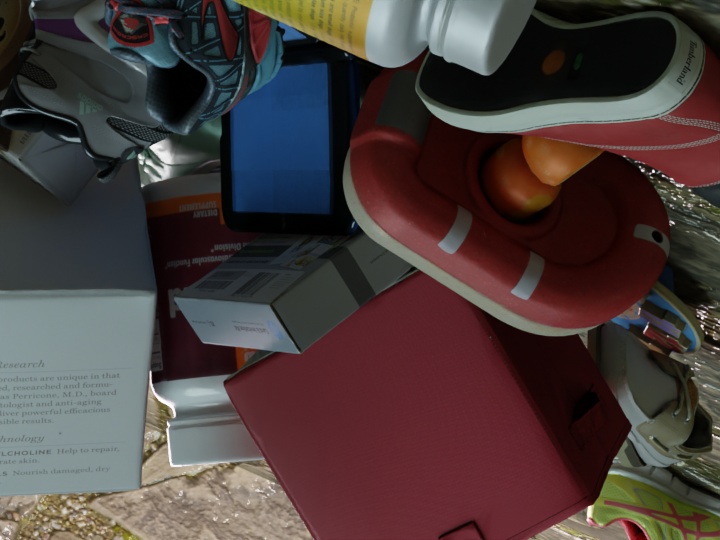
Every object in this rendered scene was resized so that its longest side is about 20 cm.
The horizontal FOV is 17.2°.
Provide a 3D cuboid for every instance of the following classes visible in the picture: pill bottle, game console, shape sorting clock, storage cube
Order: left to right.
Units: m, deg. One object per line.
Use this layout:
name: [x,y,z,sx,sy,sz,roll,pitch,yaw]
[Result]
game console: [-0.084,-0.114,1.471,0.171,0.119,0.200,32,167,-24]
pill bottle: [-0.096,0.035,1.687,0.114,0.201,0.114,-5,176,0]
pill bottle: [-0.014,-0.166,1.115,0.200,0.109,0.109,25,168,11]
storage cube: [0.045,0.088,1.530,0.180,0.200,0.171,60,-160,-5]
shape sorting clock: [0.149,0.006,1.663,0.200,0.039,0.200,26,168,6]

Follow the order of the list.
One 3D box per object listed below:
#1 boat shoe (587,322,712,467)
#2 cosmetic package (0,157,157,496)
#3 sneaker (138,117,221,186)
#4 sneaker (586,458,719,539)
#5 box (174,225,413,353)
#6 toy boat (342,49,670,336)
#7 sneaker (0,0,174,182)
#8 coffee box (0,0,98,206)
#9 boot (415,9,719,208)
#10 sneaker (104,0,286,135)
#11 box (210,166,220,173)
boat shoe: [0.203,0.086,1.673,0.068,0.075,0.200,-2,160,17]
cosmetic package: [-0.235,0.032,1.659,0.166,0.168,0.200,-1,132,-12]
sneaker: [-0.152,-0.114,1.720,0.118,0.074,0.200,25,160,-21]
sneaker: [0.295,0.245,2.244,0.200,0.090,0.078,28,167,-12]
box: [-0.005,-0.023,1.498,0.041,0.200,0.156,58,158,-16]
toy boat: [0.098,-0.055,1.365,0.200,0.131,0.131,31,144,-18]
sneaker: [-0.191,-0.140,1.432,0.200,0.140,0.078,49,174,19]
coffee box: [-0.245,-0.147,1.611,0.200,0.113,0.080,33,173,31]
boot: [0.134,-0.078,1.272,0.200,0.073,0.144,8,160,48]
sneaker: [-0.098,-0.154,1.301,0.079,0.096,0.200,23,146,32]
box: [-0.058,0.021,1.835,0.200,0.182,0.104,31,168,-23]
